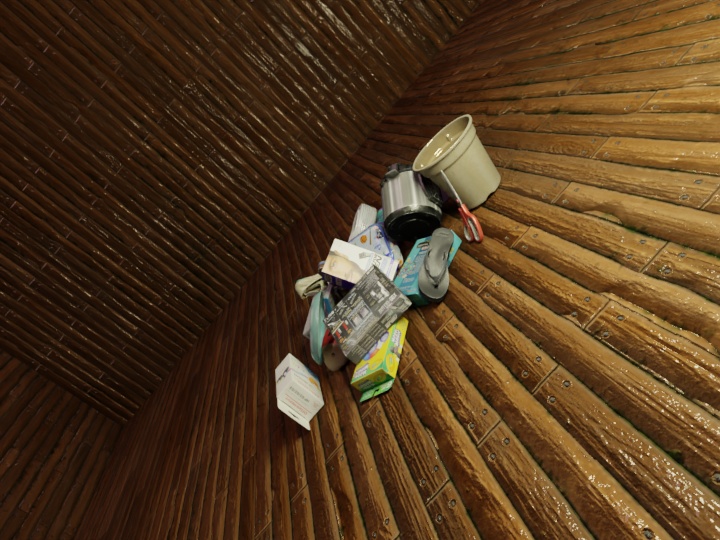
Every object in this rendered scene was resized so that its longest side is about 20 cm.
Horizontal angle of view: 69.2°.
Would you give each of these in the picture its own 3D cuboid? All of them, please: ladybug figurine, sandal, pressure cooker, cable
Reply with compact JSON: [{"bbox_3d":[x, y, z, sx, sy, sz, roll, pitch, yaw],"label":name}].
[{"bbox_3d":[-0.056,0.185,1.464,0.135,0.072,0.202,-35,23,38],"label":"ladybug figurine"},{"bbox_3d":[0.180,-0.021,1.252,0.043,0.074,0.204,75,-157,-59],"label":"sandal"},{"bbox_3d":[0.141,-0.206,1.499,0.177,0.174,0.204,102,166,-61],"label":"pressure cooker"},{"bbox_3d":[0.004,-0.126,1.800,0.200,0.068,0.205,132,153,-78],"label":"cable"}]

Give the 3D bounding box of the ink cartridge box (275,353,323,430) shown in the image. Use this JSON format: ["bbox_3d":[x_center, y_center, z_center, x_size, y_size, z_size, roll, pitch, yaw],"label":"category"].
[{"bbox_3d":[-0.163,0.320,1.392,0.068,0.115,0.200,-47,19,5],"label":"ink cartridge box"}]

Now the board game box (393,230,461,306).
[{"bbox_3d":[0.161,0.000,1.351,0.150,0.047,0.202,-14,40,60],"label":"board game box"}]

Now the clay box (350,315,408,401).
[{"bbox_3d":[0.044,0.203,1.237,0.114,0.047,0.202,-35,23,39],"label":"clay box"}]

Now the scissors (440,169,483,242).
[{"bbox_3d":[0.248,-0.162,1.274,0.014,0.204,0.073,-20,-2,-15],"label":"scissors"}]

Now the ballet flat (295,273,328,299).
[{"bbox_3d":[-0.119,0.037,1.704,0.196,0.071,0.070,-25,22,4],"label":"ballet flat"}]

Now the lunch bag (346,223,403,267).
[{"bbox_3d":[0.032,-0.036,1.576,0.198,0.075,0.163,-34,65,31],"label":"lunch bag"}]

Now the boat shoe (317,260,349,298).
[{"bbox_3d":[-0.041,0.039,1.515,0.073,0.196,0.073,112,-176,-48],"label":"boat shoe"}]

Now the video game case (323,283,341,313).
[{"bbox_3d":[-0.067,0.074,1.618,0.017,0.145,0.202,-3,38,16],"label":"video game case"}]

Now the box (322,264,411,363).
[{"bbox_3d":[0.012,0.102,1.281,0.201,0.050,0.158,-48,38,3],"label":"box"}]

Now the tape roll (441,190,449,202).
[{"bbox_3d":[0.244,-0.282,1.669,0.200,0.065,0.201,-43,20,19],"label":"tape roll"}]

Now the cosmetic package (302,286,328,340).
[{"bbox_3d":[-0.115,0.138,1.696,0.101,0.074,0.202,-38,24,29],"label":"cosmetic package"}]

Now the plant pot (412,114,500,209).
[{"bbox_3d":[0.270,-0.272,1.394,0.200,0.183,0.202,-40,19,17],"label":"plant pot"}]

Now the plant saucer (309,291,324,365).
[{"bbox_3d":[-0.121,0.161,1.460,0.200,0.027,0.206,-1,-90,-89],"label":"plant saucer"}]

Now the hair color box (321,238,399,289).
[{"bbox_3d":[0.000,0.000,1.466,0.065,0.196,0.111,88,-158,-66],"label":"hair color box"}]

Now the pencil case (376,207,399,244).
[{"bbox_3d":[0.089,-0.139,1.709,0.083,0.094,0.201,-5,28,6],"label":"pencil case"}]
